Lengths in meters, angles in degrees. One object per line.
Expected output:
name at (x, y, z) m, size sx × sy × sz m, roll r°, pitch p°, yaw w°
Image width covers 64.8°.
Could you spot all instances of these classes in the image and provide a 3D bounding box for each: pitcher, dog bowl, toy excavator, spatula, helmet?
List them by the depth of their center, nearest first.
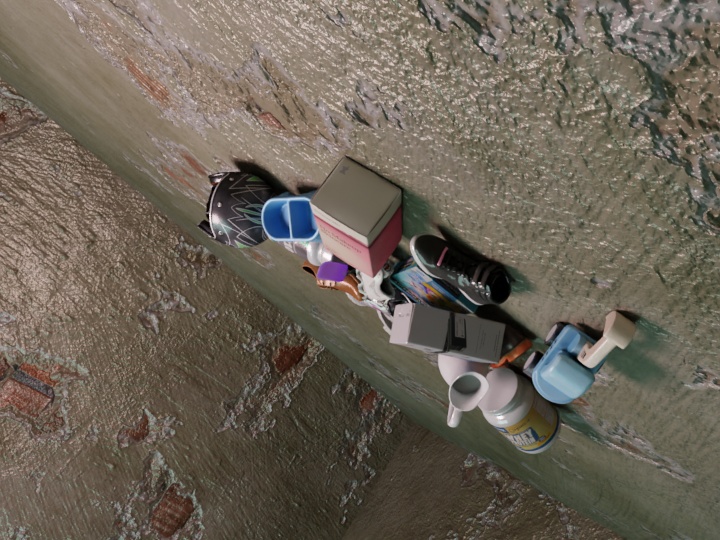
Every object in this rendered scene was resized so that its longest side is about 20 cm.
toy excavator at (0.362, 0.144, 0.927) m, size 0.099 × 0.195 × 0.200 m, roll 34°, pitch -167°, yaw 7°
dog bowl at (-0.137, -0.113, 1.223) m, size 0.198 × 0.049 × 0.113 m, roll 3°, pitch 103°, yaw 39°
spatula at (0.000, 0.000, 1.278) m, size 0.021 × 0.198 × 0.057 m, roll 64°, pitch 145°, yaw 39°
pitcher at (0.236, 0.252, 1.338) m, size 0.120 × 0.173 × 0.200 m, roll 19°, pitch -155°, yaw -3°
helmet at (-0.291, -0.146, 1.373) m, size 0.190 × 0.201 × 0.200 m, roll 14°, pitch 155°, yaw 47°

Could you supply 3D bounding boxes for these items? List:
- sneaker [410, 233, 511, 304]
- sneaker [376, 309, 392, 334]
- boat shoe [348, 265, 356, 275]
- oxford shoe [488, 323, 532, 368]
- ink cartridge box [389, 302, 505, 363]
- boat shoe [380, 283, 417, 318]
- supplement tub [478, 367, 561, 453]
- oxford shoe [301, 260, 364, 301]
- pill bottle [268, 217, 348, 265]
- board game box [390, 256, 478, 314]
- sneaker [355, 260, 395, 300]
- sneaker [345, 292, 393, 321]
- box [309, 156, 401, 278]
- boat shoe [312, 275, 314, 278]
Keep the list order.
sneaker at (0.181, -0.006, 0.980) m, size 0.199 × 0.071 × 0.099 m, roll 35°, pitch 165°, yaw -19°
sneaker at (0.088, 0.148, 1.646) m, size 0.200 × 0.074 × 0.115 m, roll 44°, pitch 160°, yaw -33°
boat shoe at (-0.029, -0.014, 1.391) m, size 0.066 × 0.071 × 0.200 m, roll -3°, pitch -173°, yaw -21°
oxford shoe at (0.308, 0.159, 1.225) m, size 0.073 × 0.071 × 0.200 m, roll 53°, pitch 164°, yaw 12°
ink cartridge box at (0.174, 0.131, 1.174) m, size 0.198 × 0.085 × 0.145 m, roll 14°, pitch 171°, yaw -9°
boat shoe at (0.092, 0.078, 1.316) m, size 0.199 × 0.060 × 0.076 m, roll 37°, pitch 123°, yaw 17°
supplement tub at (0.397, 0.352, 1.430) m, size 0.200 × 0.145 × 0.144 m, roll 43°, pitch 164°, yaw -25°
oxford shoe at (-0.061, 0.026, 1.340) m, size 0.199 × 0.071 × 0.072 m, roll 33°, pitch 152°, yaw 35°
pill bottle at (-0.113, -0.080, 1.320) m, size 0.199 × 0.114 × 0.113 m, roll 28°, pitch 164°, yaw 27°
board game box at (0.151, 0.034, 1.202) m, size 0.151 × 0.047 × 0.200 m, roll 38°, pitch 165°, yaw -7°
sneaker at (0.030, -0.024, 1.207) m, size 0.088 × 0.074 × 0.202 m, roll 7°, pitch 128°, yaw 37°
sneaker at (0.052, 0.065, 1.467) m, size 0.199 × 0.082 × 0.088 m, roll 26°, pitch 163°, yaw -12°
box at (-0.002, -0.090, 1.043) m, size 0.127 × 0.109 × 0.200 m, roll 32°, pitch 165°, yaw 15°
boat shoe at (-0.092, -0.009, 1.581) m, size 0.064 × 0.074 × 0.200 m, roll 3°, pitch -173°, yaw -16°
